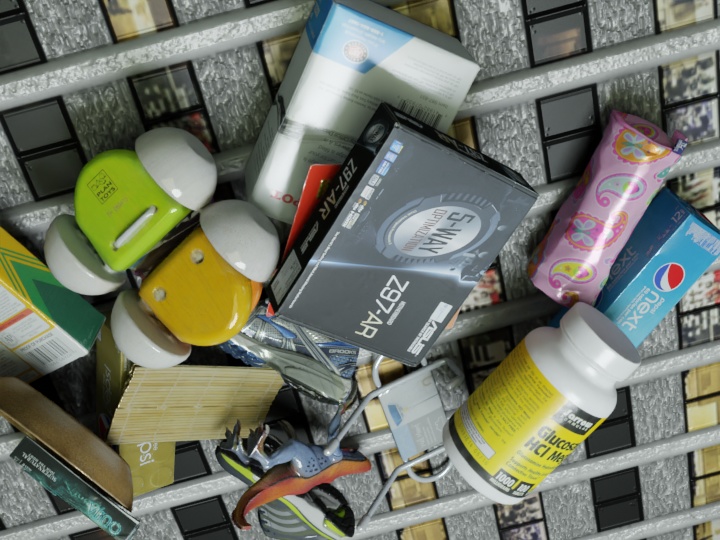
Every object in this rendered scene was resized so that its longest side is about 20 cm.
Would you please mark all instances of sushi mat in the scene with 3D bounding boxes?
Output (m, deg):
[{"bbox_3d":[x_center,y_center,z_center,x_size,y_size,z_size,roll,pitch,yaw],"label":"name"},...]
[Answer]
[{"bbox_3d":[-0.167,0.138,1.011,0.199,0.012,0.096,7,119,-45],"label":"sushi mat"}]

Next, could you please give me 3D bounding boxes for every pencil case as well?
[{"bbox_3d":[0.245,-0.059,0.974,0.087,0.088,0.201,19,113,-17],"label":"pencil case"}]

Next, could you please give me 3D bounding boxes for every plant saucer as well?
[{"bbox_3d":[-0.291,0.161,0.945,0.200,0.200,0.036,47,68,-26],"label":"plant saucer"}]

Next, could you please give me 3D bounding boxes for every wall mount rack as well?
[{"bbox_3d":[0.046,0.187,1.075,0.173,0.075,0.201,-25,119,-8],"label":"wall mount rack"}]

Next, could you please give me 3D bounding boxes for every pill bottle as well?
[{"bbox_3d":[0.183,0.132,0.982,0.112,0.113,0.200,30,113,-21],"label":"pill bottle"}]

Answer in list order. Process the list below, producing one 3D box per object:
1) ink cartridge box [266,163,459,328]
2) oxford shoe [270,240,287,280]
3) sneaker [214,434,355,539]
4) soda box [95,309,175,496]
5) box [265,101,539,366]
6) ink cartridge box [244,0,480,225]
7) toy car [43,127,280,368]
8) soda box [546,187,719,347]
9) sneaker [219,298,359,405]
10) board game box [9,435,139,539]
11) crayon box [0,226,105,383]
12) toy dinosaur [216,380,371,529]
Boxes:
[{"bbox_3d":[0.027,-0.017,0.890,0.199,0.050,0.163,-4,126,-37],"label":"ink cartridge box"},{"bbox_3d":[0.000,0.000,0.981,0.198,0.071,0.075,-6,122,-4],"label":"oxford shoe"},{"bbox_3d":[-0.096,0.263,1.112,0.081,0.074,0.200,-39,115,17],"label":"sneaker"},{"bbox_3d":[-0.233,0.137,1.015,0.067,0.064,0.202,-13,125,-35],"label":"soda box"},{"bbox_3d":[0.034,-0.024,0.845,0.159,0.044,0.201,23,113,-30],"label":"box"},{"bbox_3d":[-0.005,-0.137,0.896,0.144,0.084,0.201,18,115,-20],"label":"ink cartridge box"},{"bbox_3d":[-0.170,-0.026,0.894,0.175,0.150,0.200,-41,93,14],"label":"toy car"},{"bbox_3d":[0.290,0.017,1.030,0.064,0.068,0.200,29,111,-22],"label":"soda box"},{"bbox_3d":[-0.090,0.059,1.005,0.199,0.077,0.086,29,73,-4],"label":"sneaker"},{"bbox_3d":[-0.284,0.228,0.988,0.135,0.200,0.028,38,70,0],"label":"board game box"},{"bbox_3d":[-0.360,0.020,0.929,0.125,0.052,0.200,-25,122,33],"label":"crayon box"},{"bbox_3d":[-0.062,0.213,1.047,0.181,0.201,0.105,32,143,-31],"label":"toy dinosaur"}]
